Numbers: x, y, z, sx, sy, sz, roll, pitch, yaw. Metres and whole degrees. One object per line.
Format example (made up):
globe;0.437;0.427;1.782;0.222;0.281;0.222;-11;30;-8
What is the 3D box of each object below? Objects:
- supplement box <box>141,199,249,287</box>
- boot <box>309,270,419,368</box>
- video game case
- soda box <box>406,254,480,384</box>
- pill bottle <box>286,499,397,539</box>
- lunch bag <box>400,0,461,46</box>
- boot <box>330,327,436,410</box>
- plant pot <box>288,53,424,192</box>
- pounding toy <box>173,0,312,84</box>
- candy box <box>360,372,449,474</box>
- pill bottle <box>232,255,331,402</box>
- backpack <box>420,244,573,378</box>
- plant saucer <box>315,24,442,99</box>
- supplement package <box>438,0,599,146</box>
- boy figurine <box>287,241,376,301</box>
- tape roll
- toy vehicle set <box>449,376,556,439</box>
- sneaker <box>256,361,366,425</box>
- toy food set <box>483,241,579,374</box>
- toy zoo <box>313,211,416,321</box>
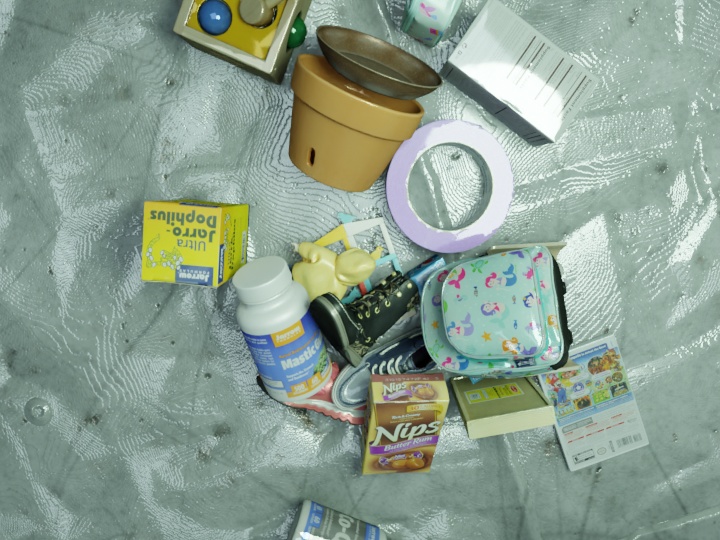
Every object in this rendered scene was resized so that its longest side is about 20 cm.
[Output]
supplement box;-0.238;-0.047;0.908;0.107;0.200;0.112;4;98;0
boot;0.011;0.049;0.897;0.154;0.204;0.073;-43;63;-12
video game case;0.388;0.223;1.026;0.141;0.018;0.203;-20;97;4
soda box;0.152;0.076;0.984;0.064;0.068;0.202;-31;96;2
pill bottle;-0.023;0.472;1.014;0.197;0.114;0.115;22;97;-3
lunch bag;0.126;-0.439;0.874;0.076;0.160;0.203;23;98;-3
boot;0.045;0.154;0.957;0.199;0.090;0.073;-34;95;-14
plant pot;-0.022;-0.211;0.899;0.198;0.201;0.141;23;117;-2
pounding toy;-0.145;-0.393;0.892;0.197;0.142;0.187;23;97;-2
candy box;0.064;0.245;0.957;0.115;0.057;0.202;0;131;-6
pill bottle;-0.118;0.085;0.903;0.110;0.113;0.202;-15;121;2
backpack;0.182;0.063;0.857;0.197;0.150;0.181;-11;73;28
plant saucer;0.024;-0.298;0.887;0.198;0.201;0.037;24;122;-3
supplement package;0.233;-0.291;0.915;0.199;0.114;0.110;35;97;-5
boy figurine;-0.070;0.008;0.961;0.197;0.064;0.126;-22;96;16
tape roll;0.137;-0.132;0.961;0.196;0.066;0.204;0;97;2
toy vehicle set;0.210;0.197;0.933;0.122;0.200;0.027;-11;97;3
sneaker;-0.073;0.188;1.010;0.197;0.074;0.088;18;87;-8
toy food set;0.272;0.060;0.951;0.141;0.060;0.204;-4;86;-19
toy zoo;0.000;0.000;1.001;0.129;0.020;0.203;-21;96;3
